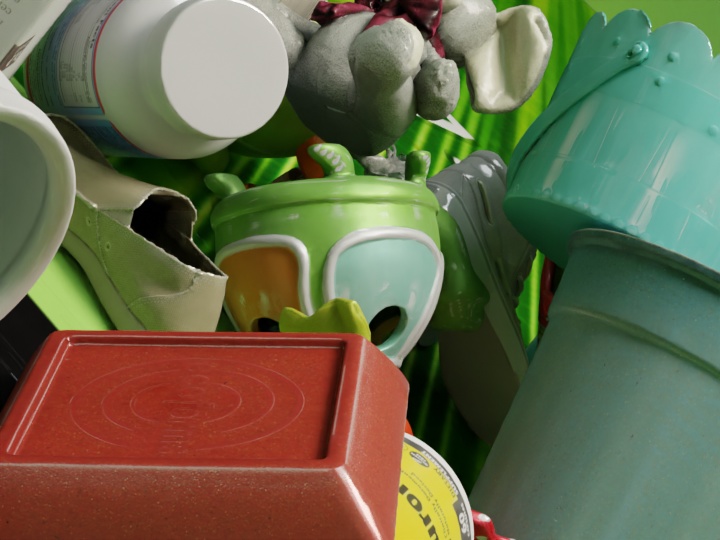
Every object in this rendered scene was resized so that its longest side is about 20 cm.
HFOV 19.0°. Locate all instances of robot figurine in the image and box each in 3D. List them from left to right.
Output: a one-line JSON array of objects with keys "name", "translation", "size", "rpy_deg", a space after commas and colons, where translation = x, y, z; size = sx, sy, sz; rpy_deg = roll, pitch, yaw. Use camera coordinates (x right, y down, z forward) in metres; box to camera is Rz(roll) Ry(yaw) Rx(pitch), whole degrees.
[{"name": "robot figurine", "translation": [-0.062, -0.139, 1.545], "size": [0.116, 0.175, 0.200], "rpy_deg": [51, -10, -13]}]

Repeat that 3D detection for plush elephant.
[{"name": "plush elephant", "translation": [0.028, -0.155, 1.385], "size": [0.164, 0.155, 0.200], "rpy_deg": [22, -24, 36]}]

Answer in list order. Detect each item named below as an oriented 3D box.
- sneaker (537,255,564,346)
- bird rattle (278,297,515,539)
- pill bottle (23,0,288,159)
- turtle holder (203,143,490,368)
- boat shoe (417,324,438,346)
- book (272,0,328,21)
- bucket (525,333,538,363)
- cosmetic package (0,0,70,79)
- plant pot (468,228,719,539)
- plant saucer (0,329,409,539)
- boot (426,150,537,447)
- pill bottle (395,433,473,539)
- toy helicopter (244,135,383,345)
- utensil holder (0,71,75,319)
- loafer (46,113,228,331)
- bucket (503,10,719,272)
[{"name": "sneaker", "translation": [0.147, 0.046, 1.494], "size": [0.085, 0.077, 0.200], "rpy_deg": [49, 37, -60]}, {"name": "bird rattle", "translation": [0.012, 0.104, 1.227], "size": [0.200, 0.113, 0.163], "rpy_deg": [42, 1, -11]}, {"name": "pill bottle", "translation": [-0.124, -0.122, 1.313], "size": [0.109, 0.109, 0.200], "rpy_deg": [33, -11, -27]}, {"name": "turtle holder", "translation": [-0.011, 0.001, 1.356], "size": [0.185, 0.141, 0.132], "rpy_deg": [18, 64, -67]}, {"name": "boat shoe", "translation": [0.048, 0.000, 1.603], "size": [0.091, 0.071, 0.200], "rpy_deg": [43, 11, 11]}, {"name": "book", "translation": [-0.139, -0.192, 1.472], "size": [0.200, 0.134, 0.048], "rpy_deg": [38, -4, 29]}, {"name": "bucket", "translation": [0.223, 0.083, 1.611], "size": [0.207, 0.135, 0.207], "rpy_deg": [43, 8, -8]}, {"name": "cosmetic package", "translation": [-0.238, -0.202, 1.238], "size": [0.165, 0.200, 0.165], "rpy_deg": [39, 17, -7]}, {"name": "plant pot", "translation": [0.167, 0.110, 1.298], "size": [0.200, 0.196, 0.200], "rpy_deg": [30, -9, 5]}, {"name": "plant saucer", "translation": [-0.080, 0.072, 0.999], "size": [0.199, 0.037, 0.200], "rpy_deg": [1, 20, 3]}, {"name": "boot", "translation": [0.097, 0.017, 1.485], "size": [0.096, 0.073, 0.200], "rpy_deg": [-34, 114, -41]}, {"name": "pill bottle", "translation": [-0.020, 0.147, 1.024], "size": [0.111, 0.111, 0.200], "rpy_deg": [43, 18, 6]}, {"name": "toy helicopter", "translation": [-0.007, 0.014, 1.471], "size": [0.132, 0.079, 0.200], "rpy_deg": [36, 27, -46]}, {"name": "utensil holder", "translation": [-0.249, -0.072, 0.962], "size": [0.200, 0.170, 0.170], "rpy_deg": [50, 19, 28]}, {"name": "loafer", "translation": [-0.136, -0.028, 1.264], "size": [0.200, 0.068, 0.076], "rpy_deg": [51, 20, 28]}, {"name": "bucket", "translation": [0.198, -0.057, 1.383], "size": [0.207, 0.135, 0.207], "rpy_deg": [30, -11, 6]}]
